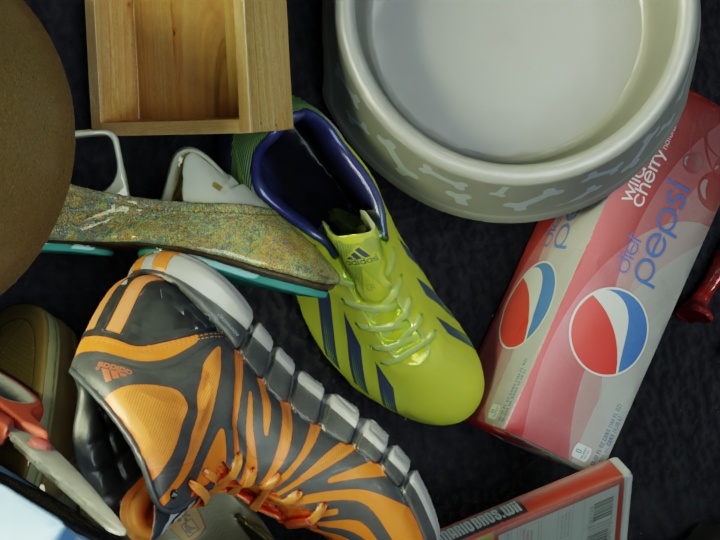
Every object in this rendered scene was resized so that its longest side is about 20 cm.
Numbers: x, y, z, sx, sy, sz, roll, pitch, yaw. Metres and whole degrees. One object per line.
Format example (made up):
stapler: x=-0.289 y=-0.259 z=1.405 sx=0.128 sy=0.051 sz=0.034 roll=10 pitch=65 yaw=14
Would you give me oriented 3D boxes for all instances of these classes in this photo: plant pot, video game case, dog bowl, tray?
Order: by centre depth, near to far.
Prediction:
plant pot: x=-0.218 y=-0.064 z=0.917 sx=0.186 sy=0.200 sz=0.187 roll=0 pitch=88 yaw=-2
tray: x=-0.083 y=-0.164 z=1.047 sx=0.037 sy=0.099 sz=0.200 roll=-9 pitch=98 yaw=-53
dog bowl: x=0.074 y=-0.126 z=1.100 sx=0.200 sy=0.059 sz=0.201 roll=0 pitch=85 yaw=-3
video game case: x=0.046 y=0.182 z=1.129 sx=0.200 sy=0.017 sz=0.143 roll=-20 pitch=133 yaw=-23

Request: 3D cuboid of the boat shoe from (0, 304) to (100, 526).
boat shoe: x=-0.157 y=0.118 z=1.060 sx=0.066 sy=0.074 sz=0.200 roll=15 pitch=81 yaw=-46

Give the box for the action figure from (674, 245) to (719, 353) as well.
action figure: x=0.250 y=-0.043 z=1.223 sx=0.065 sy=0.052 sz=0.200 roll=37 pitch=78 yaw=-17

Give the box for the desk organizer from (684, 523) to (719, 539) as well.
desk organizer: x=0.166 y=0.216 z=1.153 sx=0.200 sy=0.072 sz=0.077 roll=-38 pitch=113 yaw=-42

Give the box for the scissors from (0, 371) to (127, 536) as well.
scissors: x=-0.137 y=0.072 z=0.960 sx=0.073 sy=0.200 sz=0.014 roll=10 pitch=100 yaw=-47

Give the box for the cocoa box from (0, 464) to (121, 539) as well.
cocoa box: x=-0.203 y=0.131 z=0.949 sx=0.134 sy=0.200 sz=0.131 roll=-59 pitch=155 yaw=-7

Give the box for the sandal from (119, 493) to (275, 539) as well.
sandal: x=-0.058 y=0.155 z=1.103 sx=0.080 sy=0.054 sz=0.200 roll=-41 pitch=114 yaw=-14

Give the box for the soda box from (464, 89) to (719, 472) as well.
soda box: x=0.125 y=0.000 z=1.161 sx=0.063 sy=0.070 sz=0.200 roll=26 pitch=84 yaw=-21

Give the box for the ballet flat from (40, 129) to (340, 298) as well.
ballet flat: x=-0.105 y=-0.031 z=1.048 sx=0.200 sy=0.071 sz=0.071 roll=8 pitch=91 yaw=-4

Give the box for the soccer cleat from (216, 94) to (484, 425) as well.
soccer cleat: x=-0.001 y=0.000 z=1.101 sx=0.065 sy=0.084 sz=0.200 roll=-39 pitch=106 yaw=-15

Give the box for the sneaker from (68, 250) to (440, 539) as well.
sneaker: x=-0.057 y=0.095 z=1.012 sx=0.200 sy=0.078 sz=0.112 roll=44 pitch=52 yaw=-14
